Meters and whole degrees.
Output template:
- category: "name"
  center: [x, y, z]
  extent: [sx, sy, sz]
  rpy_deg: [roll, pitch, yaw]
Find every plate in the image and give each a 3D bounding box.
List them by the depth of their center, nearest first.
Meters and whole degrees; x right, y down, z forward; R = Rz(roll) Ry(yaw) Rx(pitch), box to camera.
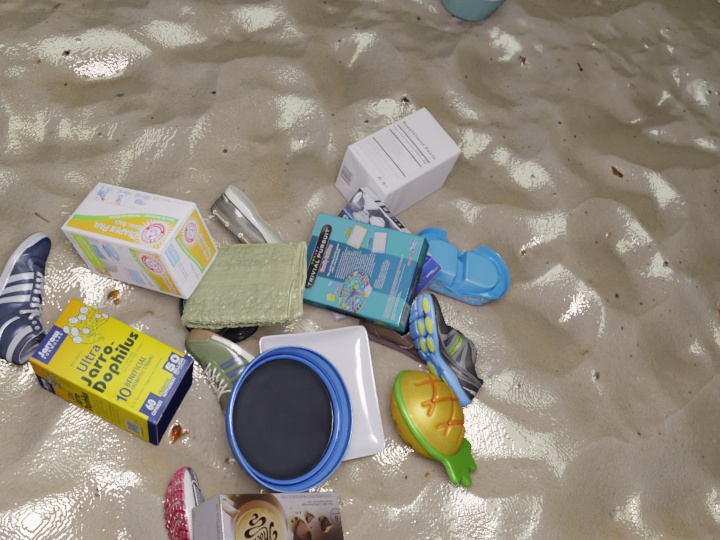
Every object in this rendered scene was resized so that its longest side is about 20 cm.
- category: "plate"
  center: [-0.061, 0.196, 1.072]
  extent: [0.196, 0.032, 0.205]
  rpy_deg: [-4, 78, -34]

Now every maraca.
- category: "maraca"
  center: [0.119, 0.246, 1.092]
  extent: [0.202, 0.106, 0.137]
  rpy_deg: [54, 29, 0]

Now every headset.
- category: "headset"
  center: [-0.195, 0.050, 1.115]
  extent: [0.194, 0.095, 0.126]
  rpy_deg: [2, 61, -2]

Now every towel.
- category: "towel"
  center: [-0.177, 0.024, 1.076]
  extent: [0.195, 0.037, 0.151]
  rpy_deg: [-4, 55, 12]

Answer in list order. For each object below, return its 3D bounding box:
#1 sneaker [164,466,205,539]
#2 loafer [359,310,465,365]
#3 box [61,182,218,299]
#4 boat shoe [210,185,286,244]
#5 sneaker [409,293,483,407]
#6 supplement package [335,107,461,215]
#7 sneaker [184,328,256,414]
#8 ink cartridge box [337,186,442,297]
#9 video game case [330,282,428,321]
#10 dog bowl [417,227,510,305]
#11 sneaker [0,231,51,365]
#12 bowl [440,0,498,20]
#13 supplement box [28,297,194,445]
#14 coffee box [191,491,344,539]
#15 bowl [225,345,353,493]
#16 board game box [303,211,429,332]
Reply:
- category: "sneaker"
  center: [-0.213, 0.369, 0.951]
  extent: [0.074, 0.080, 0.204]
  rpy_deg: [-8, 69, -41]
- category: "loafer"
  center: [0.096, 0.108, 1.181]
  extent: [0.195, 0.071, 0.075]
  rpy_deg: [15, 58, -8]
- category: "box"
  center: [-0.338, -0.048, 1.073]
  extent: [0.196, 0.114, 0.103]
  rpy_deg: [13, 55, 22]
- category: "boat shoe"
  center: [-0.178, -0.051, 1.196]
  extent: [0.060, 0.072, 0.203]
  rpy_deg: [-40, 90, 10]
- category: "sneaker"
  center: [0.143, 0.125, 1.142]
  extent: [0.082, 0.070, 0.203]
  rpy_deg: [-34, 105, -28]
- category: "supplement package"
  center: [0.070, -0.194, 1.309]
  extent: [0.198, 0.122, 0.120]
  rpy_deg: [-31, 73, -29]
- category: "sneaker"
  center: [-0.195, 0.173, 1.061]
  extent: [0.197, 0.067, 0.091]
  rpy_deg: [30, 53, -3]
- category: "ink cartridge box"
  center: [0.042, -0.041, 1.210]
  extent: [0.200, 0.100, 0.039]
  rpy_deg: [46, 23, 12]
- category: "video game case"
  center: [0.014, -0.002, 1.249]
  extent: [0.196, 0.018, 0.145]
  rpy_deg: [-17, 68, -24]
- category: "dog bowl"
  center: [0.176, -0.003, 1.266]
  extent: [0.196, 0.050, 0.114]
  rpy_deg: [20, 54, -13]
- category: "sneaker"
  center: [-0.495, 0.045, 1.042]
  extent: [0.106, 0.070, 0.203]
  rpy_deg: [22, 65, 3]
- category: "bowl"
  center: [0.261, -0.671, 1.637]
  extent: [0.196, 0.106, 0.205]
  rpy_deg: [7, 59, -12]
- category: "supplement box"
  center: [-0.355, 0.148, 1.005]
  extent: [0.196, 0.110, 0.110]
  rpy_deg: [26, 58, 0]
- category: "coffee box"
  center: [-0.118, 0.364, 0.927]
  extent: [0.197, 0.079, 0.115]
  rpy_deg: [15, 53, -40]
- category: "bowl"
  center: [-0.103, 0.212, 0.997]
  extent: [0.197, 0.039, 0.206]
  rpy_deg: [9, 73, -31]
- category: "board game box"
  center: [0.000, 0.000, 1.156]
  extent: [0.196, 0.047, 0.154]
  rpy_deg: [14, 77, 21]
